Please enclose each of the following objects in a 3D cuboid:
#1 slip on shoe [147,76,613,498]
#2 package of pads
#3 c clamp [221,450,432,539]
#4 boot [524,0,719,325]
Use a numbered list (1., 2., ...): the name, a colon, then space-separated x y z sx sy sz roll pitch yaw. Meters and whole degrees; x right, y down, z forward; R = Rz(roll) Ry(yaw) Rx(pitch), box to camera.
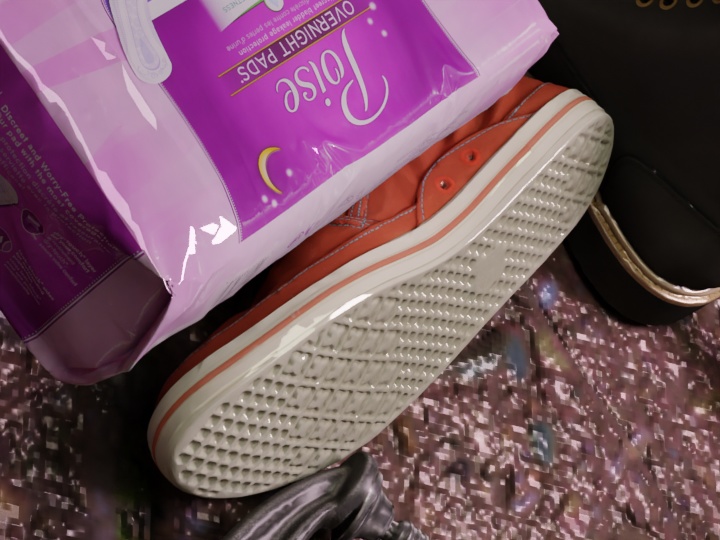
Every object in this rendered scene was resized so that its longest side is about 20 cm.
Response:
1. slip on shoe: 0.000 0.000 0.895 0.061 0.074 0.200 30 52 24
2. package of pads: -0.040 -0.064 0.813 0.121 0.076 0.200 54 46 -1
3. c clamp: 0.034 0.128 0.879 0.200 0.027 0.172 36 58 -19
4. boot: 0.098 -0.098 0.954 0.077 0.138 0.201 -31 87 -40
